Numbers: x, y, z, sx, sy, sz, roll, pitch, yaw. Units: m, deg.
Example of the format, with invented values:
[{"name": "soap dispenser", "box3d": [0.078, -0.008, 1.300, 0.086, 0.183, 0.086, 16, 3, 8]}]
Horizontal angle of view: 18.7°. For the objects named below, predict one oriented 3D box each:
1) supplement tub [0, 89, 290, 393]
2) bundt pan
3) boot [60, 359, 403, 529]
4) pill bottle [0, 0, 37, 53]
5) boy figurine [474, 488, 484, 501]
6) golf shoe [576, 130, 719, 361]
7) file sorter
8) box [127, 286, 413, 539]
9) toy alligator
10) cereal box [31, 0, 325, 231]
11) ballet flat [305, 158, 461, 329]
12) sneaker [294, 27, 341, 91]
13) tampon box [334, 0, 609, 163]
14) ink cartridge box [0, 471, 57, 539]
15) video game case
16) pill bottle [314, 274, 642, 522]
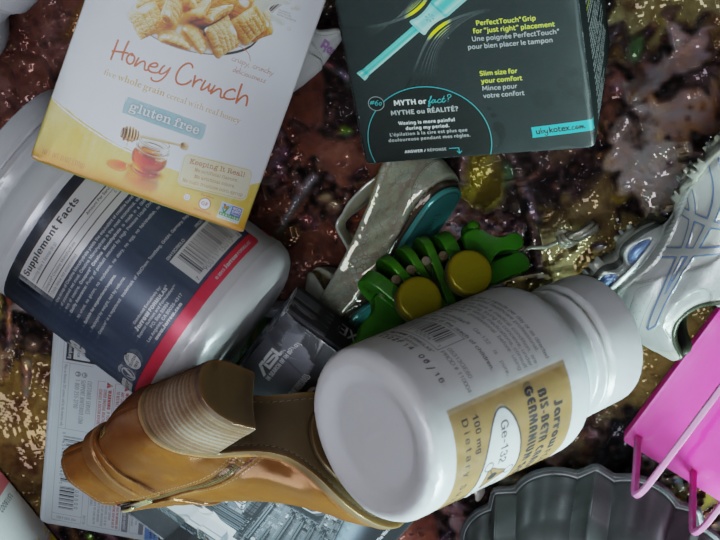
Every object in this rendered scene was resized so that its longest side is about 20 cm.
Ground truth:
[{"name": "supplement tub", "box3d": [-0.160, -0.013, 1.454, 0.200, 0.140, 0.140, 37, 112, 5]}, {"name": "bundt pan", "box3d": [0.157, 0.236, 1.516, 0.202, 0.076, 0.202, 7, 125, 10]}, {"name": "boot", "box3d": [-0.082, 0.135, 1.420, 0.200, 0.077, 0.155, 25, 141, -35]}, {"name": "pill bottle", "box3d": [-0.306, -0.159, 1.444, 0.200, 0.116, 0.116, -37, 101, 20]}, {"name": "boy figurine", "box3d": [0.041, 0.114, 1.519, 0.124, 0.064, 0.200, 34, 115, -1]}, {"name": "golf shoe", "box3d": [0.238, -0.026, 1.416, 0.097, 0.078, 0.200, 48, 121, 13]}, {"name": "file sorter", "box3d": [0.294, 0.134, 1.450, 0.200, 0.125, 0.139, 32, 112, -3]}, {"name": "box", "box3d": [-0.039, 0.133, 1.481, 0.158, 0.050, 0.200, 37, 114, -6]}, {"name": "toy alligator", "box3d": [0.065, -0.006, 1.444, 0.200, 0.059, 0.054, -28, 84, -19]}, {"name": "cereal box", "box3d": [-0.108, -0.141, 1.373, 0.144, 0.040, 0.200, 19, 95, -6]}, {"name": "ballet flat", "box3d": [0.000, 0.000, 1.493, 0.062, 0.067, 0.200, 41, 110, 23]}, {"name": "sneaker", "box3d": [-0.092, -0.202, 1.426, 0.100, 0.075, 0.200, -38, 98, 2]}, {"name": "tampon box", "box3d": [0.067, -0.187, 1.342, 0.150, 0.126, 0.200, -3, 124, 12]}, {"name": "ink cartridge box", "box3d": [-0.255, 0.238, 1.584, 0.067, 0.117, 0.200, -33, 103, 18]}, {"name": "video game case", "box3d": [-0.134, 0.104, 1.566, 0.182, 0.022, 0.200, 9, 111, 6]}, {"name": "pill bottle", "box3d": [0.080, 0.074, 1.382, 0.114, 0.200, 0.115, 26, 126, 42]}]
